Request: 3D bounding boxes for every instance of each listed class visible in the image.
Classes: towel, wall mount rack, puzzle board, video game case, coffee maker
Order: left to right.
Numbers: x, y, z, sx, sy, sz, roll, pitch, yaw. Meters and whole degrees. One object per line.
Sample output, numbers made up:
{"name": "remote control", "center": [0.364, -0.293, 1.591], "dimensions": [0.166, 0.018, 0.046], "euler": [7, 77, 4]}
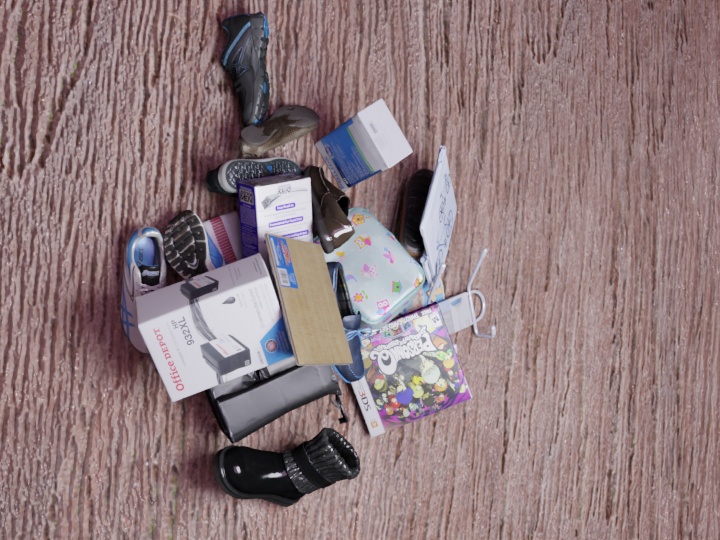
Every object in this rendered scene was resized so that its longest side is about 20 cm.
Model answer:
{"name": "towel", "center": [-0.215, -0.024, 1.322], "dimensions": [0.198, 0.023, 0.146], "euler": [-22, 93, -26]}
{"name": "coffee maker", "center": [-0.141, 0.197, 1.255], "dimensions": [0.198, 0.135, 0.194], "euler": [-25, 76, -16]}
{"name": "puzzle board", "center": [-0.081, 0.047, 1.181], "dimensions": [0.150, 0.017, 0.203], "euler": [11, 60, -59]}
{"name": "video game case", "center": [0.077, 0.176, 1.380], "dimensions": [0.197, 0.036, 0.184], "euler": [-21, 95, 1]}
{"name": "wall mount rack", "center": [0.185, 0.058, 1.445], "dimensions": [0.198, 0.074, 0.177], "euler": [-18, 102, -38]}

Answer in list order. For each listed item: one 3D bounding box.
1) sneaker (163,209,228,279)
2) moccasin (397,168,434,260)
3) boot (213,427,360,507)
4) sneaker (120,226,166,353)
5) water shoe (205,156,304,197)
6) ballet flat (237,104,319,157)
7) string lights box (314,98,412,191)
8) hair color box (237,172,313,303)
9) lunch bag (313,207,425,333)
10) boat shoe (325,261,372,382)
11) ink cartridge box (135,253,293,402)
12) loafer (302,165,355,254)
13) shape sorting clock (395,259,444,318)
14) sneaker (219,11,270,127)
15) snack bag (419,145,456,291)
{"name": "sneaker", "center": [-0.252, -0.003, 1.253], "dimensions": [0.078, 0.089, 0.202], "euler": [-26, 78, 7]}
{"name": "moccasin", "center": [0.108, -0.101, 1.454], "dimensions": [0.072, 0.078, 0.204], "euler": [12, 62, -7]}
{"name": "boot", "center": [-0.113, 0.303, 1.227], "dimensions": [0.210, 0.157, 0.080], "euler": [30, 38, -47]}
{"name": "sneaker", "center": [-0.342, 0.030, 1.229], "dimensions": [0.071, 0.072, 0.204], "euler": [-1, 86, -26]}
{"name": "water shoe", "center": [-0.177, -0.158, 1.331], "dimensions": [0.198, 0.078, 0.073], "euler": [2, 86, -50]}
{"name": "ballet flat", "center": [-0.142, -0.239, 1.348], "dimensions": [0.067, 0.047, 0.200], "euler": [35, 41, 14]}
{"name": "string lights box", "center": [0.000, -0.213, 1.345], "dimensions": [0.059, 0.199, 0.104], "euler": [-35, 99, -23]}
{"name": "hair color box", "center": [-0.137, -0.052, 1.279], "dimensions": [0.108, 0.064, 0.204], "euler": [-14, 113, -36]}
{"name": "lunch bag", "center": [0.000, 0.000, 1.360], "dimensions": [0.160, 0.077, 0.200], "euler": [-41, 77, -16]}
{"name": "boat shoe", "center": [-0.031, 0.084, 1.270], "dimensions": [0.084, 0.068, 0.203], "euler": [-30, 99, -64]}
{"name": "ink cartridge box", "center": [-0.214, 0.085, 1.148], "dimensions": [0.197, 0.084, 0.147], "euler": [-20, 121, -8]}
{"name": "loafer", "center": [-0.051, -0.110, 1.333], "dimensions": [0.070, 0.074, 0.202], "euler": [-16, 49, -1]}
{"name": "shape sorting clock", "center": [0.074, 0.047, 1.438], "dimensions": [0.197, 0.039, 0.204], "euler": [3, 83, -25]}
{"name": "sneaker", "center": [-0.201, -0.345, 1.351], "dimensions": [0.080, 0.073, 0.204], "euler": [0, 86, 3]}
{"name": "snack bag", "center": [0.138, -0.091, 1.401], "dimensions": [0.021, 0.201, 0.191], "euler": [7, 60, 18]}
